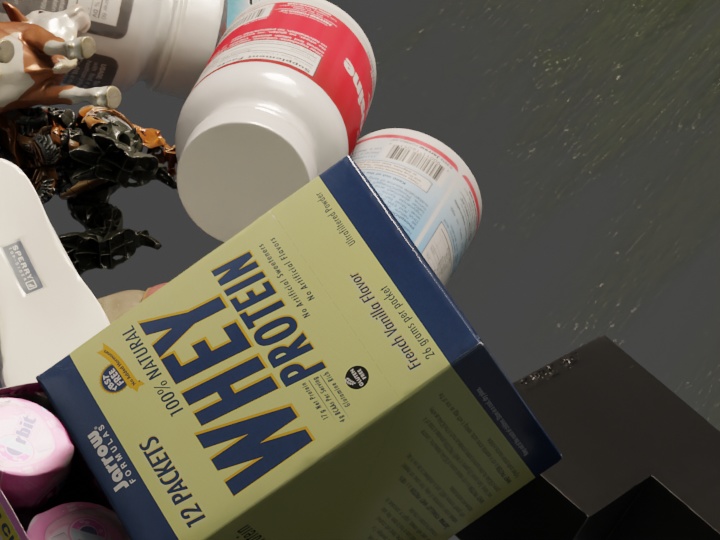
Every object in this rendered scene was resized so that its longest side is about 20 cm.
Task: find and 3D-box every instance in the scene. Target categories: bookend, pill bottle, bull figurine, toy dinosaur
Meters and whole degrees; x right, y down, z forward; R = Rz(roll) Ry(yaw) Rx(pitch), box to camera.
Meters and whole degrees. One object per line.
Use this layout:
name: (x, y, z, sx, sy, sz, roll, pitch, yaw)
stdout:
bookend: (0.156, 0.156, 1.361, 0.200, 0.092, 0.199, 40, 31, 17)
pill bottle: (-0.202, -0.186, 1.558, 0.200, 0.113, 0.113, 13, 42, -15)
bull figurine: (-0.229, -0.128, 1.415, 0.121, 0.065, 0.200, 10, 20, 40)
toy dinosaur: (-0.177, -0.075, 1.476, 0.200, 0.102, 0.136, -14, 33, -10)
pill bottle: (-0.057, -0.096, 1.451, 0.112, 0.112, 0.200, 23, 28, -3)
pill bottle: (0.000, 0.000, 1.464, 0.109, 0.109, 0.200, 29, 40, 4)

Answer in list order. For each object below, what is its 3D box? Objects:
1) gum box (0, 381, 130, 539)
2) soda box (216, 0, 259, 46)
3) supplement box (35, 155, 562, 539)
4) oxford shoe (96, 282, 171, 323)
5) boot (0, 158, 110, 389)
gum box: (-0.162, 0.172, 1.194, 0.066, 0.114, 0.200, -12, 53, -36)
soda box: (-0.075, -0.173, 1.647, 0.068, 0.064, 0.200, 13, 41, -13)
supplement box: (-0.027, 0.080, 1.202, 0.200, 0.200, 0.134, -36, 62, 2)
oxford shoe: (-0.149, 0.096, 1.337, 0.075, 0.070, 0.200, -6, 45, 15)
boot: (-0.192, 0.034, 1.329, 0.073, 0.090, 0.200, -16, 67, -15)
